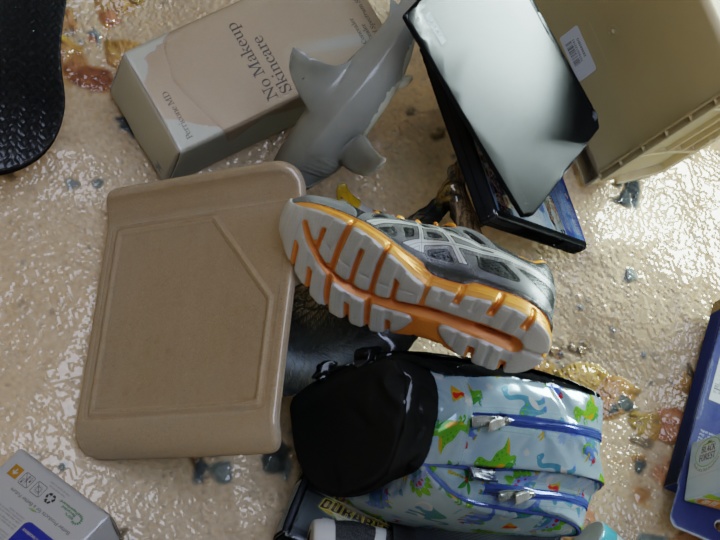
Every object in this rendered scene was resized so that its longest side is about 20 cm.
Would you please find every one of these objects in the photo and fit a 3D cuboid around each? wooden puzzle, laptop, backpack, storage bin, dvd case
[{"bbox_3d":[-0.117,0.032,1.137,0.037,0.184,0.202,22,67,-51],"label":"wooden puzzle"},{"bbox_3d":[0.091,-0.160,1.202,0.103,0.200,0.178,-33,112,-2],"label":"laptop"},{"bbox_3d":[0.076,0.121,1.120,0.199,0.163,0.155,-6,79,-33],"label":"backpack"},{"bbox_3d":[0.232,-0.196,1.291,0.093,0.198,0.201,-14,77,-38],"label":"storage bin"},{"bbox_3d":[0.114,-0.090,1.239,0.017,0.200,0.144,-24,74,23],"label":"dvd case"}]

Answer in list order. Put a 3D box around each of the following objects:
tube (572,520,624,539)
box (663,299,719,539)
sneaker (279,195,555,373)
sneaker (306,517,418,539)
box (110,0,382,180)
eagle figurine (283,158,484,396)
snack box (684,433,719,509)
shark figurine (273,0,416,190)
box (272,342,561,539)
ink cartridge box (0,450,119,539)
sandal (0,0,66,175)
[{"bbox_3d":[0.240,0.274,1.225,0.200,0.050,0.078,42,71,-6],"label":"tube"},{"bbox_3d":[0.319,0.134,1.297,0.120,0.032,0.201,23,68,-8],"label":"box"},{"bbox_3d":[0.040,-0.001,1.074,0.199,0.079,0.077,25,45,3],"label":"sneaker"},{"bbox_3d":[0.011,0.277,1.113,0.111,0.073,0.202,5,90,-5],"label":"sneaker"},{"bbox_3d":[-0.084,-0.155,1.244,0.199,0.078,0.095,-30,84,-23],"label":"box"},{"bbox_3d":[-0.003,-0.006,1.183,0.199,0.152,0.152,-23,100,12],"label":"eagle figurine"},{"bbox_3d":[0.346,0.149,1.176,0.141,0.200,0.053,16,71,-10],"label":"snack box"},{"bbox_3d":[-0.009,-0.152,1.153,0.089,0.128,0.215,31,86,-26],"label":"shark figurine"},{"bbox_3d":[0.054,0.170,1.200,0.199,0.046,0.160,27,68,-7],"label":"box"},{"bbox_3d":[-0.263,0.216,1.065,0.094,0.037,0.200,29,59,31],"label":"ink cartridge box"},{"bbox_3d":[-0.259,-0.149,1.215,0.075,0.045,0.201,15,55,-17],"label":"sandal"}]
